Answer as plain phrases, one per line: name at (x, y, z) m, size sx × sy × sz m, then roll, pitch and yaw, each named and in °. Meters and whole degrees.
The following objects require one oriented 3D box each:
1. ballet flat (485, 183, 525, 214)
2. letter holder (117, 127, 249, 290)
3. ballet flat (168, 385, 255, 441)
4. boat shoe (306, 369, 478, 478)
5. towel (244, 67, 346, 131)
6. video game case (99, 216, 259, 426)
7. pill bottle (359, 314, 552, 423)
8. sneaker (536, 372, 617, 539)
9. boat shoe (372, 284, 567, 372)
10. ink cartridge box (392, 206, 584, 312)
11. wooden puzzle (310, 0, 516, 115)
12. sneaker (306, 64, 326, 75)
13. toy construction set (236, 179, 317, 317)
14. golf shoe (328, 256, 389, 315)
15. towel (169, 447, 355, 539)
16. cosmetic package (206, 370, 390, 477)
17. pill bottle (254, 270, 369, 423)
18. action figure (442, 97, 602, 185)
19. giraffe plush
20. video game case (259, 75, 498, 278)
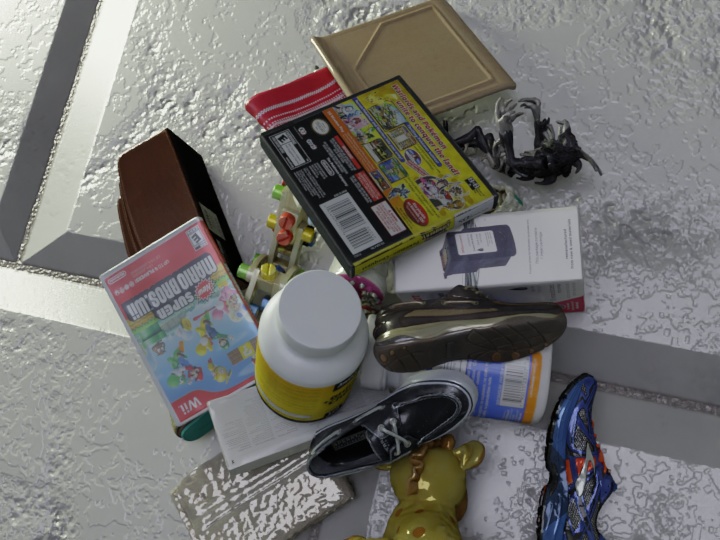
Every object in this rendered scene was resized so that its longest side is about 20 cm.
ballet flat at (0.095, -0.068, 1.108) m, size 0.199 × 0.072 × 0.072 m, roll -14°, pitch 72°, yaw 11°
letter holder at (-0.249, -0.048, 1.173) m, size 0.142 × 0.101 × 0.201 m, roll -26°, pitch 71°, yaw 8°
ballet flat at (-0.146, 0.128, 1.120) m, size 0.199 × 0.071 × 0.071 m, roll -33°, pitch 70°, yaw 5°
boat shoe at (0.029, 0.165, 0.963) m, size 0.199 × 0.068 × 0.072 m, roll -23°, pitch 106°, yaw 23°
towel at (-0.021, -0.151, 1.068) m, size 0.200 × 0.023 × 0.144 m, roll 45°, pitch 48°, yaw 18°
video game case at (-0.198, 0.059, 1.082) m, size 0.143 × 0.017 × 0.201 m, roll -30°, pitch 86°, yaw 9°
pill bottle at (0.103, 0.100, 1.020) m, size 0.199 × 0.112 × 0.113 m, roll 7°, pitch 77°, yaw 6°
sneaker at (0.236, 0.211, 1.001) m, size 0.078 × 0.075 × 0.201 m, roll 7°, pitch 85°, yaw 7°
boat shoe at (0.108, 0.048, 0.943) m, size 0.199 × 0.075 × 0.074 m, roll -5°, pitch 54°, yaw -7°
ink cartridge box at (0.144, -0.003, 1.034) m, size 0.199 × 0.145 × 0.085 m, roll -4°, pitch 73°, yaw 13°
wooden puzzle at (0.061, -0.247, 1.133) m, size 0.199 × 0.037 × 0.185 m, roll -19°, pitch 54°, yaw -16°
sneaker at (-0.001, -0.201, 1.164) m, size 0.200 × 0.075 × 0.116 m, roll 33°, pitch 83°, yaw 21°
toy construction set at (-0.084, -0.041, 1.098) m, size 0.092 × 0.131 × 0.200 m, roll 33°, pitch 123°, yaw -1°
golf shoe at (0.000, 0.000, 1.050) m, size 0.075 × 0.200 × 0.092 m, roll 18°, pitch 77°, yaw -7°
towel at (-0.116, 0.260, 1.091) m, size 0.199 × 0.034 × 0.133 m, roll -32°, pitch 71°, yaw 3°
cosmetic package at (-0.067, 0.160, 1.064) m, size 0.199 × 0.051 × 0.083 m, roll -18°, pitch 68°, yaw -12°
pill bottle at (-0.051, 0.078, 0.961) m, size 0.111 × 0.200 × 0.113 m, roll 3°, pitch 65°, yaw -7°
action figure at (0.179, -0.152, 1.081) m, size 0.199 × 0.119 × 0.103 m, roll 5°, pitch 97°, yaw 23°
giraffe plush at (0.064, 0.262, 0.988) m, size 0.172 × 0.201 × 0.163 m, roll 10°, pitch 50°, yaw 2°
video game case at (0.017, -0.106, 0.993) m, size 0.180 × 0.026 × 0.200 m, roll -26°, pitch 61°, yaw -17°
